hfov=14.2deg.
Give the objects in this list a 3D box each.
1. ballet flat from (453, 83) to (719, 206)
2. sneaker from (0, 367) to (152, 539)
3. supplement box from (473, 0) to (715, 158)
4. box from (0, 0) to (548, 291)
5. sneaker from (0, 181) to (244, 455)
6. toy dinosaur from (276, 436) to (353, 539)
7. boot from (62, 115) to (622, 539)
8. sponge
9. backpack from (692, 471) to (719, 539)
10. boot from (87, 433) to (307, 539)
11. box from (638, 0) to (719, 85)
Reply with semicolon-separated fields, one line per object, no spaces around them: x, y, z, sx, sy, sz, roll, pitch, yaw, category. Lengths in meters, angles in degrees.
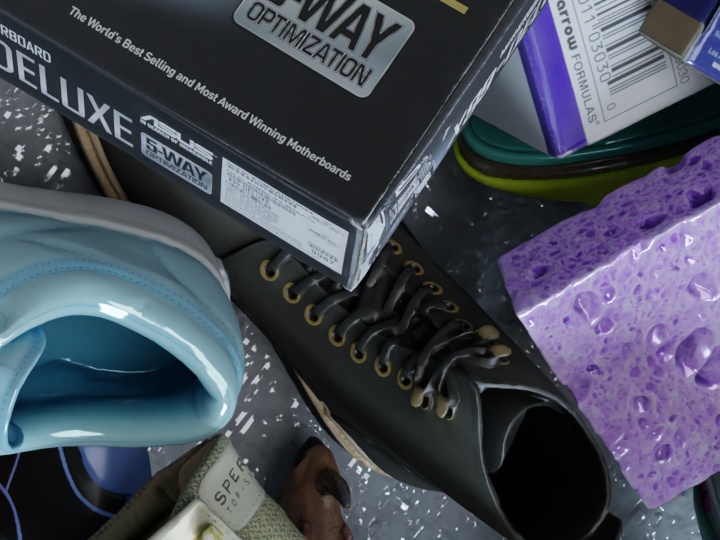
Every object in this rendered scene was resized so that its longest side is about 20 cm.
0.123;-0.056;0.970;0.199;0.067;0.067;-27;136;-18;ballet flat
-0.114;0.119;0.902;0.078;0.070;0.201;-3;106;-30;sneaker
0.111;-0.131;0.916;0.199;0.103;0.102;-25;115;-15;supplement box
-0.042;-0.112;0.794;0.199;0.050;0.158;31;69;9;box
-0.125;0.013;0.813;0.199;0.082;0.074;2;117;-19;sneaker
0.009;0.166;0.930;0.086;0.200;0.136;-31;159;-41;toy dinosaur
0.000;0.000;0.881;0.077;0.138;0.200;-47;118;-6;boot
0.151;-0.011;0.879;0.199;0.030;0.112;-28;134;7;sponge
0.201;0.082;0.966;0.176;0.200;0.153;-39;114;4;backpack
0.008;0.108;0.837;0.200;0.072;0.155;-34;101;11;boot
0.182;-0.129;0.869;0.121;0.032;0.201;26;99;-34;box
